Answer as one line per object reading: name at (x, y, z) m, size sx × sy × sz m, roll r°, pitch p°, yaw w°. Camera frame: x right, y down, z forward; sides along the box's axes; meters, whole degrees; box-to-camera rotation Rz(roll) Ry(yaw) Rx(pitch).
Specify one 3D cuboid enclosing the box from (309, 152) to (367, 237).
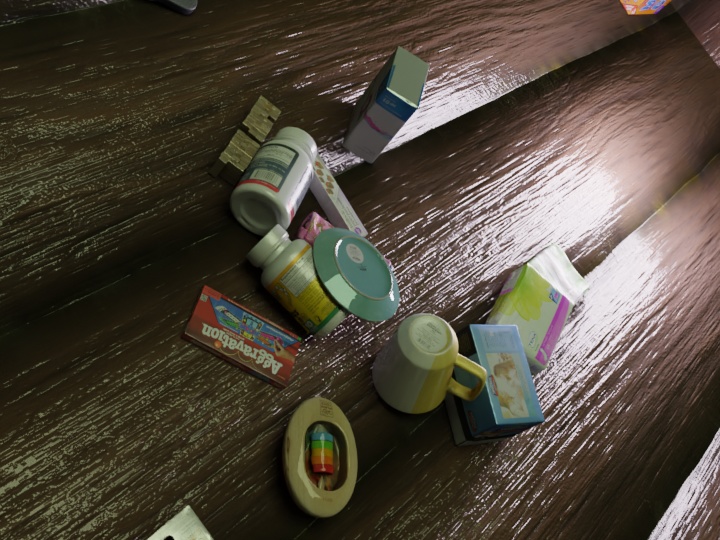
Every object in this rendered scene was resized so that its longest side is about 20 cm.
box at (-0.058, -0.143, 1.648) m, size 0.038 × 0.041 × 0.202 m, roll -25°, pitch 79°, yaw -42°

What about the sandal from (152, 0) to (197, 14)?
sandal at (-0.424, -0.571, 1.644) m, size 0.199 × 0.043 × 0.077 m, roll 26°, pitch 58°, yaw -33°

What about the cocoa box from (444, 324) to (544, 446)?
cocoa box at (0.245, 0.220, 1.589) m, size 0.132 × 0.131 × 0.203 m, roll 3°, pitch 62°, yaw -34°

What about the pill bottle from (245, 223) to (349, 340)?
pill bottle at (-0.107, 0.017, 1.468) m, size 0.200 × 0.113 × 0.113 m, roll 46°, pitch 47°, yaw -5°

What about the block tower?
block tower at (-0.220, -0.249, 1.584) m, size 0.057 × 0.054 × 0.201 m, roll 35°, pitch 49°, yaw -12°

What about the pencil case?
pencil case at (-0.036, -0.031, 1.569) m, size 0.199 × 0.086 × 0.084 m, roll 33°, pitch 67°, yaw -14°

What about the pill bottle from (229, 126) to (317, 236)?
pill bottle at (-0.155, -0.173, 1.542) m, size 0.119 × 0.119 × 0.201 m, roll 35°, pitch 49°, yaw -13°

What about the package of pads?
package of pads at (0.360, 0.101, 1.768) m, size 0.154 × 0.068 × 0.201 m, roll 38°, pitch 58°, yaw -10°

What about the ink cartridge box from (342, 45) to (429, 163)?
ink cartridge box at (0.051, -0.348, 1.742) m, size 0.084 × 0.200 × 0.146 m, roll 27°, pitch 50°, yaw -14°

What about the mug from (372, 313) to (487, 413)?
mug at (0.125, 0.156, 1.491) m, size 0.183 × 0.154 × 0.151 m, roll -2°, pitch 54°, yaw -15°

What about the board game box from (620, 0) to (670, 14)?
board game box at (0.996, -1.030, 2.823) m, size 0.198 × 0.200 × 0.202 m, roll -16°, pitch 73°, yaw -41°

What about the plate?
plate at (0.000, 0.000, 1.480) m, size 0.198 × 0.026 × 0.202 m, roll 28°, pitch 41°, yaw -27°

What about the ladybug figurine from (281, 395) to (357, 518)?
ladybug figurine at (-0.073, 0.307, 1.348) m, size 0.134 × 0.072 × 0.203 m, roll 18°, pitch 56°, yaw -26°

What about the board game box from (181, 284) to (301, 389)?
board game box at (-0.200, 0.115, 1.407) m, size 0.198 × 0.019 × 0.104 m, roll 30°, pitch 51°, yaw -18°

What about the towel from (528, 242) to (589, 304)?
towel at (0.455, 0.027, 1.924) m, size 0.199 × 0.031 × 0.150 m, roll -34°, pitch 87°, yaw -43°

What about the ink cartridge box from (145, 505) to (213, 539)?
ink cartridge box at (-0.247, 0.464, 1.152) m, size 0.201 × 0.050 × 0.160 m, roll 51°, pitch 47°, yaw 6°
